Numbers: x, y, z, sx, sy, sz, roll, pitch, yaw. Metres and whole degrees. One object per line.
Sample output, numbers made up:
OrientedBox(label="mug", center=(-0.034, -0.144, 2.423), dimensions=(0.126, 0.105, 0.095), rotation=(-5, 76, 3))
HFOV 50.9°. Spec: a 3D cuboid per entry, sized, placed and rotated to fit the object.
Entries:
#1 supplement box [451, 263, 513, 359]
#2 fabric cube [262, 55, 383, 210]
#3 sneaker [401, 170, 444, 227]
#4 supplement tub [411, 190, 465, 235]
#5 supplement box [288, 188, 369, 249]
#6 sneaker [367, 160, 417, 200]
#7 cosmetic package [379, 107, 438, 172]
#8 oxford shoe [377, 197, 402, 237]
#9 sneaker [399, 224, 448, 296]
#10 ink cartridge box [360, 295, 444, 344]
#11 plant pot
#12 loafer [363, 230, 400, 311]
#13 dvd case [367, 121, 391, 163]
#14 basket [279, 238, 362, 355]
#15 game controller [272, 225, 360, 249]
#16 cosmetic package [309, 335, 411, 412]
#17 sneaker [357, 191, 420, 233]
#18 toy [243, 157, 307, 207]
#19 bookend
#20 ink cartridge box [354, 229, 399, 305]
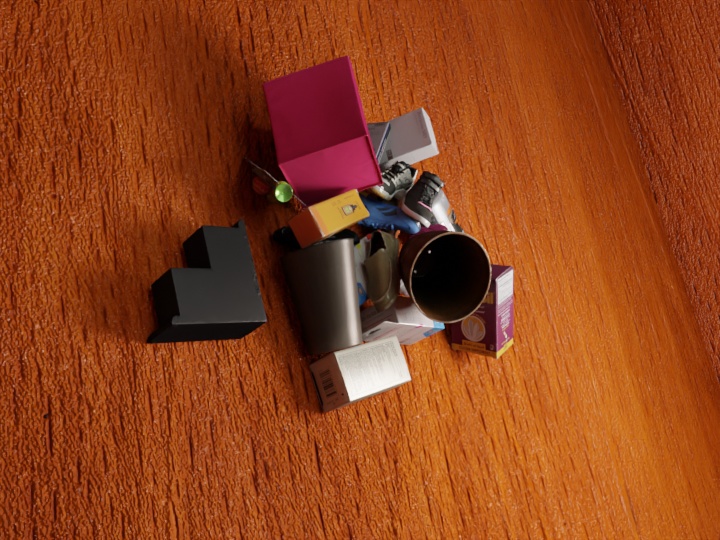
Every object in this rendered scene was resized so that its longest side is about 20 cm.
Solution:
OrientedBox(label="supplement box", center=(0.295, 0.093, 1.836), dimensions=(0.102, 0.128, 0.206), rotation=(-26, 118, -50))
OrientedBox(label="fabric cube", center=(-0.076, -0.283, 1.587), dimensions=(0.201, 0.191, 0.204), rotation=(65, 9, -65))
OrientedBox(label="sneaker", center=(0.145, -0.168, 1.705), dimensions=(0.070, 0.100, 0.201), rotation=(33, 16, -12))
OrientedBox(label="supplement tub", center=(0.192, -0.094, 1.881), dimensions=(0.202, 0.120, 0.124), rotation=(57, 38, -26))
OrientedBox(label="supplement box", center=(-0.061, -0.107, 1.540), dimensions=(0.068, 0.068, 0.199), rotation=(60, 35, 0))
OrientedBox(label="sneaker", center=(0.070, -0.217, 1.762), dimensions=(0.075, 0.089, 0.199), rotation=(34, 19, 18))
OrientedBox(label="cosmetic package", center=(0.080, -0.303, 1.828), dimensions=(0.074, 0.196, 0.104), rotation=(28, 44, -66))
OrientedBox(label="oxford shoe", center=(0.055, -0.113, 1.813), dimensions=(0.071, 0.072, 0.203), rotation=(24, 44, -14))
OrientedBox(label="sneaker", center=(0.141, -0.022, 1.792), dimensions=(0.088, 0.200, 0.081), rotation=(46, -3, -42))
OrientedBox(label="ink cartridge box", center=(0.076, 0.109, 1.660), dimensions=(0.197, 0.114, 0.070), rotation=(9, 60, -45))
OrientedBox(label="plant pot", center=(0.158, -0.007, 1.638), dimensions=(0.187, 0.188, 0.200), rotation=(43, -1, -21))
OrientedBox(label="loafer", center=(0.041, -0.002, 1.617), dimensions=(0.067, 0.075, 0.204), rotation=(34, 39, -30))
OrientedBox(label="dvd case", center=(-0.020, -0.272, 1.754), dimensions=(0.203, 0.146, 0.025), rotation=(-70, 151, -42))
OrientedBox(label="basket", center=(-0.068, 0.057, 1.508), dimensions=(0.134, 0.178, 0.206), rotation=(-8, 84, -46))
OrientedBox(label="game controller", center=(-0.090, -0.069, 1.599), dimensions=(0.103, 0.043, 0.197), rotation=(30, 25, 34))
OrientedBox(label="cosmetic package", center=(0.001, 0.209, 1.544), dimensions=(0.197, 0.086, 0.106), rotation=(-7, 73, -48))
OrientedBox(label="sneaker", center=(0.041, -0.118, 1.740), dimensions=(0.196, 0.066, 0.080), rotation=(25, 68, 9))
OrientedBox(label="toy", center=(-0.183, -0.167, 1.526), dimensions=(0.114, 0.199, 0.048), rotation=(39, 87, -25))
OrientedBox(label="bookend", center=(-0.286, 0.015, 1.337), dimensions=(0.197, 0.091, 0.204), rotation=(1, 67, -45))
OrientedBox(label="ink cartridge box", center=(0.000, 0.000, 1.676), dimensions=(0.199, 0.067, 0.118), rotation=(-34, 95, -51))
